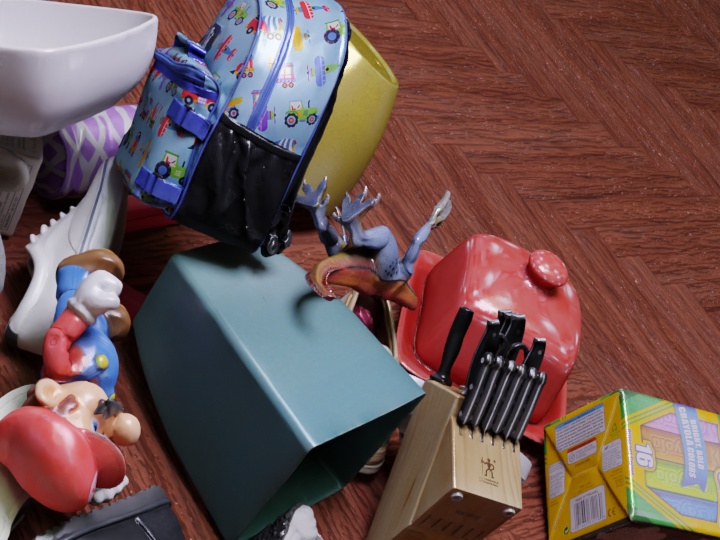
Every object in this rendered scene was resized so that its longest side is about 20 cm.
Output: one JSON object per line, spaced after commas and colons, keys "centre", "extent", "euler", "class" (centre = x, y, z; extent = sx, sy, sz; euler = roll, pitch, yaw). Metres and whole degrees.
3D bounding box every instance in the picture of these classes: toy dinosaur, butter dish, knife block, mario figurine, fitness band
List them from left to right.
{"centre": [-0.179, 0.080, 0.835], "extent": [0.124, 0.105, 0.201], "euler": [47, 25, -35], "class": "mario figurine"}
{"centre": [-0.160, -0.008, 1.098], "extent": [0.199, 0.038, 0.144], "euler": [-14, 61, -46], "class": "fitness band"}
{"centre": [0.000, 0.000, 1.032], "extent": [0.104, 0.182, 0.201], "euler": [4, 50, 29], "class": "toy dinosaur"}
{"centre": [0.076, 0.129, 0.976], "extent": [0.063, 0.200, 0.177], "euler": [20, 46, -19], "class": "knife block"}
{"centre": [0.152, 0.040, 1.200], "extent": [0.198, 0.148, 0.201], "euler": [28, 37, -9], "class": "butter dish"}

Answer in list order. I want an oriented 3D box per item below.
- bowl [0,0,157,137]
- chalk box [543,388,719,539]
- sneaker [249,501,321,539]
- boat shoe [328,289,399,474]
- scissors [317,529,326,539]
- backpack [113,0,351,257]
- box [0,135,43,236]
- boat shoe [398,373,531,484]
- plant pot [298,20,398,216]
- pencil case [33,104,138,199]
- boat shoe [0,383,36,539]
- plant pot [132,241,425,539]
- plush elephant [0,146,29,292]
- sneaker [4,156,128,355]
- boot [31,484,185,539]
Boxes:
{"centre": [-0.269, -0.158, 0.927], "extent": [0.197, 0.076, 0.200], "euler": [8, 22, 16], "class": "bowl"}
{"centre": [0.286, 0.203, 1.123], "extent": [0.198, 0.124, 0.125], "euler": [16, 59, -25], "class": "chalk box"}
{"centre": [-0.051, 0.218, 0.829], "extent": [0.080, 0.074, 0.200], "euler": [53, 8, 5], "class": "sneaker"}
{"centre": [0.001, 0.088, 1.089], "extent": [0.073, 0.069, 0.201], "euler": [19, 39, -22], "class": "boat shoe"}
{"centre": [-0.011, 0.277, 0.920], "extent": [0.073, 0.014, 0.201], "euler": [-16, 61, -50], "class": "scissors"}
{"centre": [-0.096, -0.138, 0.960], "extent": [0.133, 0.202, 0.183], "euler": [21, 14, -24], "class": "backpack"}
{"centre": [-0.369, -0.107, 0.985], "extent": [0.198, 0.095, 0.078], "euler": [16, 38, -27], "class": "box"}
{"centre": [0.072, 0.151, 1.040], "extent": [0.199, 0.073, 0.066], "euler": [37, 73, -27], "class": "boat shoe"}
{"centre": [-0.044, -0.178, 1.231], "extent": [0.200, 0.142, 0.200], "euler": [45, 15, -16], "class": "plant pot"}
{"centre": [-0.220, -0.115, 1.129], "extent": [0.085, 0.085, 0.199], "euler": [16, 18, 39], "class": "pencil case"}
{"centre": [-0.255, 0.148, 0.812], "extent": [0.073, 0.061, 0.201], "euler": [50, 26, -17], "class": "boat shoe"}
{"centre": [-0.082, 0.081, 0.963], "extent": [0.140, 0.142, 0.201], "euler": [-17, 62, -48], "class": "plant pot"}
{"centre": [-0.330, -0.032, 0.890], "extent": [0.162, 0.203, 0.155], "euler": [7, 10, -1], "class": "plush elephant"}
{"centre": [-0.237, -0.019, 0.987], "extent": [0.070, 0.073, 0.202], "euler": [12, 51, -3], "class": "sneaker"}
{"centre": [-0.139, 0.255, 0.801], "extent": [0.164, 0.066, 0.201], "euler": [-20, 68, -47], "class": "boot"}
